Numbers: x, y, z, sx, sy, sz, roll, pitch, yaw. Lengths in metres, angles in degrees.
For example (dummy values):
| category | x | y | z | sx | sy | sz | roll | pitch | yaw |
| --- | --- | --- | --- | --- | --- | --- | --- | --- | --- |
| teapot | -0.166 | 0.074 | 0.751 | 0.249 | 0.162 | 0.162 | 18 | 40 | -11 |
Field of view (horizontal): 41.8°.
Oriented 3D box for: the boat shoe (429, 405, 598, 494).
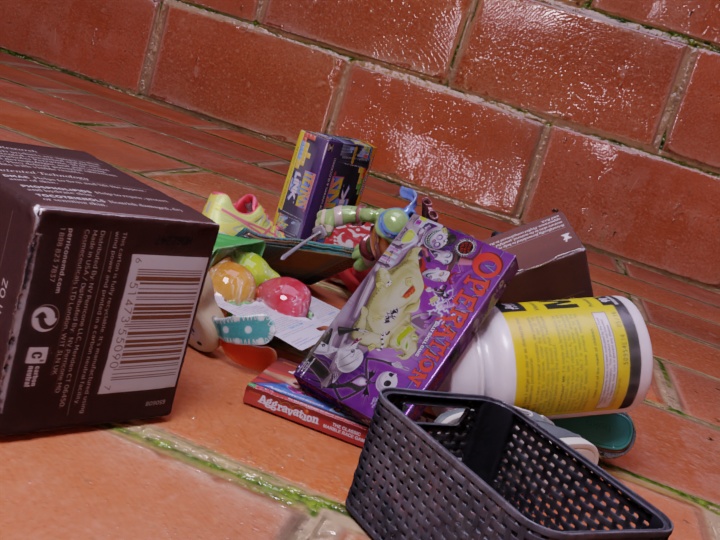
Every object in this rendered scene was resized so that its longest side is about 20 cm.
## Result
| category | x | y | z | sx | sy | sz | roll | pitch | yaw |
| --- | --- | --- | --- | --- | --- | --- | --- | --- | --- |
| boat shoe | 0.126 | 0.153 | 0.827 | 0.198 | 0.074 | 0.062 | 17 | 10 | -37 |

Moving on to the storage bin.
| category | x | y | z | sx | sy | sz | roll | pitch | yaw |
| --- | --- | --- | --- | --- | --- | --- | --- | --- | --- |
| storage bin | 0.095 | 0.168 | 0.654 | 0.134 | 0.095 | 0.200 | 10 | 14 | -34 |

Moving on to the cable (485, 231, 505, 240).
| category | x | y | z | sx | sy | sz | roll | pitch | yaw |
| --- | --- | --- | --- | --- | --- | --- | --- | --- | --- |
| cable | 0.121 | 0.019 | 1.119 | 0.051 | 0.163 | 0.200 | 46 | 3 | -3 |

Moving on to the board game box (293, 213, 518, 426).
| category | x | y | z | sx | sy | sz | roll | pitch | yaw |
| --- | --- | --- | --- | --- | --- | --- | --- | --- | --- |
| board game box | 0.043 | 0.046 | 0.855 | 0.119 | 0.201 | 0.032 | 26 | -24 | 27 |

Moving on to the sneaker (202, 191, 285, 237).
| category | x | y | z | sx | sy | sz | roll | pitch | yaw |
| --- | --- | --- | --- | --- | --- | --- | --- | --- | --- |
| sneaker | -0.144 | -0.055 | 1.294 | 0.077 | 0.092 | 0.199 | 6 | -7 | 33 |

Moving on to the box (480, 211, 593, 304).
| category | x | y | z | sx | sy | sz | roll | pitch | yaw |
| --- | --- | --- | --- | --- | --- | --- | --- | --- | --- |
| box | 0.196 | 0.048 | 1.003 | 0.099 | 0.202 | 0.075 | -19 | 39 | 2 |

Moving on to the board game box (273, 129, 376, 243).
| category | x | y | z | sx | sy | sz | roll | pitch | yaw |
| --- | --- | --- | --- | --- | --- | --- | --- | --- | --- |
| board game box | -0.059 | -0.107 | 1.446 | 0.056 | 0.203 | 0.165 | 23 | 13 | 22 |

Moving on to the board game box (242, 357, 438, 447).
| category | x | y | z | sx | sy | sz | roll | pitch | yaw |
| --- | --- | --- | --- | --- | --- | --- | --- | --- | --- |
| board game box | 0.000 | 0.133 | 0.865 | 0.197 | 0.020 | 0.103 | 19 | 11 | 8 |

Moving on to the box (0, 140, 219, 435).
| category | x | y | z | sx | sy | sz | roll | pitch | yaw |
| --- | --- | --- | --- | --- | --- | --- | --- | --- | --- |
| box | -0.245 | 0.004 | 0.727 | 0.199 | 0.168 | 0.163 | 25 | 15 | 36 |

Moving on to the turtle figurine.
| category | x | y | z | sx | sy | sz | roll | pitch | yaw |
| --- | --- | --- | --- | --- | --- | --- | --- | --- | --- |
| turtle figurine | 0.000 | 0.000 | 1.096 | 0.142 | 0.202 | 0.194 | 24 | -11 | 10 |

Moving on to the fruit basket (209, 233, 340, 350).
| category | x | y | z | sx | sy | sz | roll | pitch | yaw |
| --- | --- | --- | --- | --- | --- | --- | --- | --- | --- |
| fruit basket | -0.116 | 0.033 | 1.033 | 0.198 | 0.095 | 0.185 | 31 | 15 | 13 |

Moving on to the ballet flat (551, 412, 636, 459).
| category | x | y | z | sx | sy | sz | roll | pitch | yaw |
| --- | --- | --- | --- | --- | --- | --- | --- | --- | --- |
| ballet flat | 0.186 | 0.150 | 0.986 | 0.198 | 0.075 | 0.074 | 22 | 12 | 13 |

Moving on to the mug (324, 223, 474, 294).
| category | x | y | z | sx | sy | sz | roll | pitch | yaw |
| --- | --- | --- | --- | --- | --- | --- | --- | --- | --- |
| mug | 0.046 | -0.012 | 1.348 | 0.197 | 0.135 | 0.177 | 18 | 9 | 19 |

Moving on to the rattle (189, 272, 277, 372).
| category | x | y | z | sx | sy | sz | roll | pitch | yaw |
| --- | --- | --- | --- | --- | --- | --- | --- | --- | --- |
| rattle | -0.190 | 0.047 | 0.886 | 0.201 | 0.130 | 0.143 | 49 | 36 | 5 |

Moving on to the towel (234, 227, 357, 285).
| category | x | y | z | sx | sy | sz | roll | pitch | yaw |
| --- | --- | --- | --- | --- | --- | --- | --- | --- | --- |
| towel | -0.105 | -0.015 | 1.221 | 0.198 | 0.022 | 0.146 | 8 | -19 | -39 |

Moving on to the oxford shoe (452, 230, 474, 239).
| category | x | y | z | sx | sy | sz | roll | pitch | yaw |
| --- | --- | --- | --- | --- | --- | --- | --- | --- | --- |
| oxford shoe | 0.101 | 0.035 | 0.984 | 0.083 | 0.202 | 0.073 | -14 | 47 | -21 |

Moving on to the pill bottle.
| category | x | y | z | sx | sy | sz | roll | pitch | yaw |
| --- | --- | --- | --- | --- | --- | --- | --- | --- | --- |
| pill bottle | 0.166 | 0.087 | 0.906 | 0.197 | 0.116 | 0.114 | -4 | 16 | -13 |
